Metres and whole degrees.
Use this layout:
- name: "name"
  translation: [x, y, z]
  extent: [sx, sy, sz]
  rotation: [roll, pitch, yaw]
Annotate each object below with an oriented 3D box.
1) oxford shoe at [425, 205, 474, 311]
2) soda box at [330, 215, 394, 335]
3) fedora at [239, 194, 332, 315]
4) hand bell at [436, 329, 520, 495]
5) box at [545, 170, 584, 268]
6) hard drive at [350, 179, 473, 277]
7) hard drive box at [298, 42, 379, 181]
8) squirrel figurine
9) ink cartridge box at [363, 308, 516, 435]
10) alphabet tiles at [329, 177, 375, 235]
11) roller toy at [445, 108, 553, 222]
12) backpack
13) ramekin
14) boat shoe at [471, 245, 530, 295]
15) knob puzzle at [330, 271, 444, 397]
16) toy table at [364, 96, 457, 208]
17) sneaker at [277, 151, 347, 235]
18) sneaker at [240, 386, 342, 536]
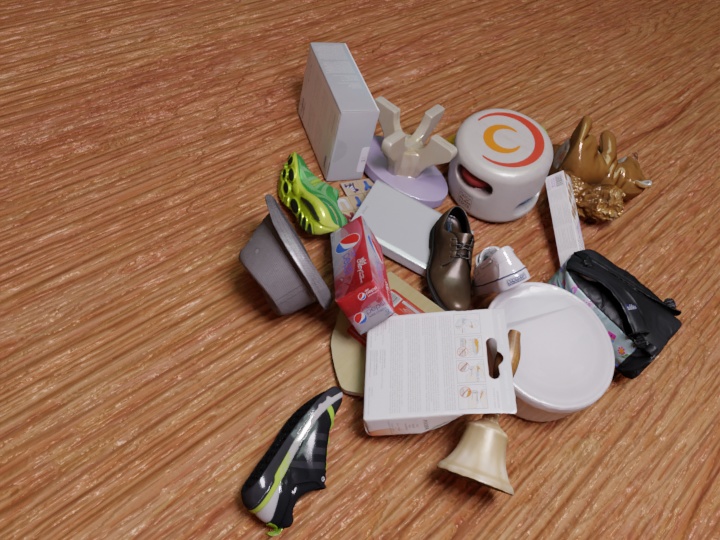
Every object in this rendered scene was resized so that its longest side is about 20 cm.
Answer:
- name: "oxford shoe"
  translation: [0.148, -0.019, 1.006]
  extent: [0.071, 0.085, 0.204]
  rotation: [8, 56, -14]
- name: "soda box"
  translation: [0.000, 0.000, 0.939]
  extent: [0.062, 0.071, 0.202]
  rotation: [-29, 29, 11]
- name: "fedora"
  translation: [-0.120, -0.008, 0.926]
  extent: [0.089, 0.178, 0.201]
  rotation: [-32, 43, -3]
- name: "hand bell"
  translation: [0.175, 0.174, 0.824]
  extent: [0.102, 0.104, 0.204]
  rotation: [19, 75, 2]
- name: "box"
  translation: [0.373, -0.080, 1.137]
  extent: [0.038, 0.041, 0.205]
  rotation: [23, 55, -46]
- name: "hard drive"
  translation: [0.088, -0.066, 1.090]
  extent: [0.197, 0.026, 0.133]
  rotation: [29, 52, 4]
- name: "hard drive box"
  translation: [-0.046, -0.294, 1.164]
  extent: [0.075, 0.157, 0.203]
  rotation: [-6, 54, -21]
- name: "squirrel figurine"
  translation: [0.471, -0.172, 1.241]
  extent: [0.183, 0.142, 0.204]
  rotation: [24, 62, -8]
- name: "ink cartridge box"
  translation: [0.103, 0.133, 0.849]
  extent: [0.194, 0.051, 0.165]
  rotation: [-4, 50, 9]
- name: "alphabet tiles"
  translation: [0.024, -0.102, 1.125]
  extent: [0.196, 0.008, 0.169]
  rotation: [-13, 56, -24]
- name: "roller toy"
  translation: [0.253, -0.191, 1.171]
  extent: [0.194, 0.141, 0.186]
  rotation: [3, 55, 0]
- name: "backpack"
  translation: [0.391, 0.066, 1.007]
  extent: [0.200, 0.128, 0.165]
  rotation: [44, 38, 21]
- name: "ramekin"
  translation: [0.265, 0.127, 0.936]
  extent: [0.197, 0.095, 0.207]
  rotation: [5, 55, -6]
- name: "boat shoe"
  translation: [0.210, -0.005, 0.975]
  extent: [0.072, 0.200, 0.067]
  rotation: [-24, 88, -7]
- name: "knob puzzle"
  translation: [0.042, 0.114, 0.934]
  extent: [0.213, 0.031, 0.224]
  rotation: [-2, 50, 2]
- name: "toy table"
  translation: [0.089, -0.222, 1.160]
  extent: [0.197, 0.118, 0.185]
  rotation: [29, 48, 9]
- name: "sneaker"
  translation: [-0.084, -0.126, 1.079]
  extent: [0.082, 0.075, 0.202]
  rotation: [10, 37, -39]
- name: "sneaker"
  translation: [-0.072, 0.239, 0.797]
  extent: [0.083, 0.071, 0.201]
  rotation: [46, 52, -8]
